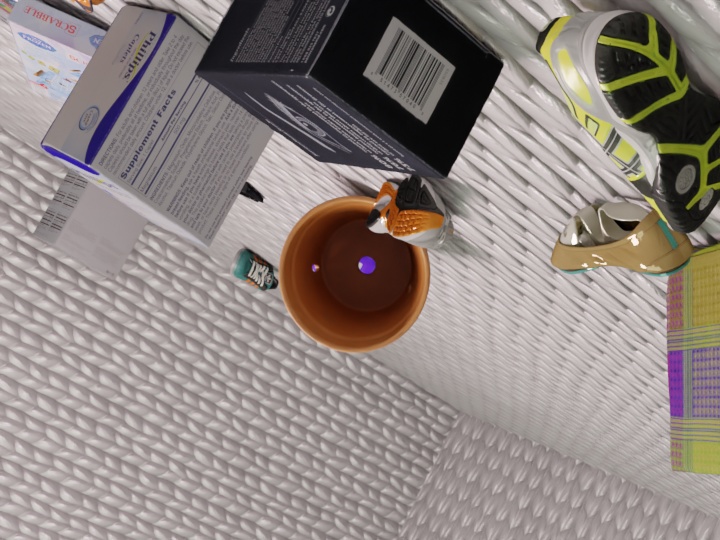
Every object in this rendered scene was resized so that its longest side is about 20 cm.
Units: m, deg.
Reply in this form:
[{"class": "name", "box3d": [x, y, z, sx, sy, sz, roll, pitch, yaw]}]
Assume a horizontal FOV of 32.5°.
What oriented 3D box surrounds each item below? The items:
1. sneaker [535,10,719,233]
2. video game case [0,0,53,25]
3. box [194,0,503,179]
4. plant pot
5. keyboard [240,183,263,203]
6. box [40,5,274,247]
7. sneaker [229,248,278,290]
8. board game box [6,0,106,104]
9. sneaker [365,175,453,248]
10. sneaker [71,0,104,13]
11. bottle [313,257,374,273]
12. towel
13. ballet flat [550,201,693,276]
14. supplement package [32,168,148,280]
[{"class": "sneaker", "box3d": [0.184, -0.101, 0.806, 0.076, 0.076, 0.200, 30, 165, 47]}, {"class": "video game case", "box3d": [-0.398, -0.309, 1.616, 0.199, 0.023, 0.182, 34, 170, -29]}, {"class": "box", "box3d": [-0.014, -0.158, 0.960, 0.147, 0.105, 0.199, 33, 171, -33]}, {"class": "plant pot", "box3d": [0.000, 0.000, 1.648, 0.199, 0.202, 0.140, 27, -172, 5]}, {"class": "keyboard", "box3d": [-0.262, -0.153, 2.057, 0.198, 0.040, 0.104, 23, 171, 27]}, {"class": "box", "box3d": [-0.212, -0.157, 1.354, 0.104, 0.185, 0.200, 23, 170, 41]}, {"class": "sneaker", "box3d": [-0.241, 0.002, 2.865, 0.079, 0.072, 0.200, 21, 175, 14]}, {"class": "board game box", "box3d": [-0.331, -0.246, 1.554, 0.198, 0.042, 0.200, 24, 163, 0]}, {"class": "sneaker", "box3d": [0.076, -0.061, 1.422, 0.091, 0.076, 0.200, 22, -179, -15]}, {"class": "sneaker", "box3d": [-0.300, -0.289, 1.201, 0.111, 0.078, 0.200, 31, 171, -16]}, {"class": "bottle", "box3d": [-0.024, -0.007, 2.064, 0.199, 0.066, 0.083, 20, 170, 45]}, {"class": "towel", "box3d": [0.302, 0.073, 1.065, 0.022, 0.203, 0.144, 2, 173, -10]}, {"class": "ballet flat", "box3d": [0.228, -0.035, 1.124, 0.063, 0.068, 0.200, 59, 160, -14]}, {"class": "supplement package", "box3d": [-0.650, -0.118, 3.003, 0.191, 0.201, 0.146, 35, 170, -37]}]
